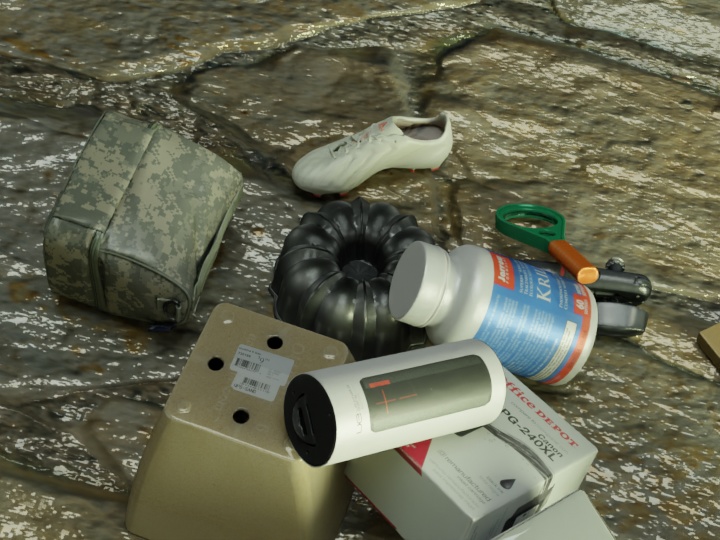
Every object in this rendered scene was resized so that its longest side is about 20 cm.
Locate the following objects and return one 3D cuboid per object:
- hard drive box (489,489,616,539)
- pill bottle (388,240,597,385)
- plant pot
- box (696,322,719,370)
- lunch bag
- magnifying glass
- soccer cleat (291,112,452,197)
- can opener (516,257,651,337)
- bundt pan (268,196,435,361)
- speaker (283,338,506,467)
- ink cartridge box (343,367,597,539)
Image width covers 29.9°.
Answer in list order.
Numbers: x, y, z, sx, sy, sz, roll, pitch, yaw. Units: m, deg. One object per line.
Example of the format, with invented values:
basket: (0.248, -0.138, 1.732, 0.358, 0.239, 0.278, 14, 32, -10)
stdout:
hard drive box: (0.117, 0.293, 1.187, 0.198, 0.156, 0.077, -26, 68, -22)
pill bottle: (0.134, 0.039, 1.379, 0.198, 0.112, 0.113, 18, 48, -21)
plant pot: (-0.099, 0.151, 1.266, 0.197, 0.178, 0.202, 18, 53, 8)
box: (0.483, 0.116, 1.451, 0.162, 0.021, 0.201, -21, 58, -20)
lunch bag: (-0.226, -0.048, 1.430, 0.165, 0.140, 0.202, 15, 53, 7)
magnifying glass: (0.208, -0.032, 1.481, 0.078, 0.023, 0.200, -3, 22, -16)
soccer cleat: (0.014, -0.142, 1.567, 0.197, 0.078, 0.070, -14, 55, -16)
can opener: (0.222, 0.015, 1.476, 0.197, 0.064, 0.079, 12, 52, 3)
bundt pan: (0.000, 0.000, 1.458, 0.198, 0.076, 0.204, 3, 51, -3)
speaker: (0.031, 0.114, 1.183, 0.198, 0.082, 0.082, -8, 50, -37)
ink cartridge box: (0.107, 0.182, 1.277, 0.199, 0.084, 0.145, -18, 49, -44)
